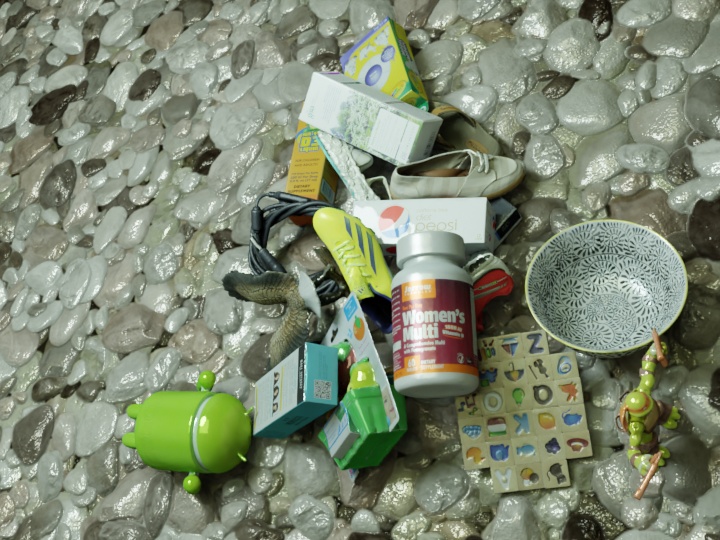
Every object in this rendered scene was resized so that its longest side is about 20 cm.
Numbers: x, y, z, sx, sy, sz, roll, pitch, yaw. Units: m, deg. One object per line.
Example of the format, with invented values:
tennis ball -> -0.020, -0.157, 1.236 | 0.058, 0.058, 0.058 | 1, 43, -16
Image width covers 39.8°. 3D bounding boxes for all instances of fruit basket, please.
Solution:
fruit basket -> -0.017, 0.161, 1.356 | 0.201, 0.093, 0.186 | 64, 144, 27

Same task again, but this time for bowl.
bowl -> 0.317, 0.042, 1.284 | 0.199, 0.094, 0.202 | -8, 53, 10

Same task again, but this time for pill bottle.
pill bottle -> 0.094, 0.057, 1.288 | 0.109, 0.110, 0.201 | -8, 72, 21

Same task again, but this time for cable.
cable -> -0.085, -0.030, 1.512 | 0.199, 0.051, 0.164 | 15, 99, 18

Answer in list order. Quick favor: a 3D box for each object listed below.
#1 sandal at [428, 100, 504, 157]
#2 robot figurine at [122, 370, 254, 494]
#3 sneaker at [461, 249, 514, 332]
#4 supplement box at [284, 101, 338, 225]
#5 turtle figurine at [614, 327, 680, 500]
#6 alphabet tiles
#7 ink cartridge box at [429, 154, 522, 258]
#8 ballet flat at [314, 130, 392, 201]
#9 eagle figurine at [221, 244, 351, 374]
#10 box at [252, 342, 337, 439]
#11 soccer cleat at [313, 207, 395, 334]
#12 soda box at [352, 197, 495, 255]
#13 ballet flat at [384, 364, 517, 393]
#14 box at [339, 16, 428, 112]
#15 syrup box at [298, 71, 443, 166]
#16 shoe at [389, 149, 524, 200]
sandal -> 0.138, -0.216, 1.528 | 0.080, 0.054, 0.200 | -48, 51, -4
robot figurine -> -0.247, 0.235, 1.453 | 0.199, 0.116, 0.177 | -2, 71, 24
sneaker -> 0.131, 0.063, 1.388 | 0.200, 0.085, 0.077 | -42, 11, 19
supplement box -> -0.072, -0.175, 1.603 | 0.066, 0.069, 0.201 | -1, 63, 22
turtle figurine -> 0.334, 0.182, 1.176 | 0.064, 0.161, 0.201 | -1, 66, 25
alphabet tiles -> 0.207, 0.182, 1.288 | 0.165, 0.006, 0.201 | -10, 81, 15
ink cartridge box -> 0.136, -0.100, 1.484 | 0.100, 0.039, 0.200 | -49, 55, -3
ballet flat -> 0.004, -0.137, 1.529 | 0.072, 0.072, 0.201 | -31, 81, 8
eagle figurine -> -0.102, 0.052, 1.449 | 0.199, 0.151, 0.152 | -27, 42, 16
box -> -0.093, 0.170, 1.379 | 0.200, 0.049, 0.083 | 140, 135, -56
soccer cleat -> 0.001, 0.000, 1.377 | 0.065, 0.201, 0.084 | -27, 17, 37
soda box -> 0.088, -0.061, 1.416 | 0.199, 0.064, 0.069 | 0, 75, 20
ballet flat -> 0.126, 0.138, 1.361 | 0.199, 0.069, 0.063 | 5, 59, 17
box -> 0.037, -0.297, 1.598 | 0.117, 0.048, 0.201 | -36, 52, 28
syrup box -> 0.014, -0.231, 1.512 | 0.199, 0.081, 0.079 | 28, 112, 20
shoe -> 0.140, -0.137, 1.431 | 0.199, 0.054, 0.070 | -9, 49, -4
